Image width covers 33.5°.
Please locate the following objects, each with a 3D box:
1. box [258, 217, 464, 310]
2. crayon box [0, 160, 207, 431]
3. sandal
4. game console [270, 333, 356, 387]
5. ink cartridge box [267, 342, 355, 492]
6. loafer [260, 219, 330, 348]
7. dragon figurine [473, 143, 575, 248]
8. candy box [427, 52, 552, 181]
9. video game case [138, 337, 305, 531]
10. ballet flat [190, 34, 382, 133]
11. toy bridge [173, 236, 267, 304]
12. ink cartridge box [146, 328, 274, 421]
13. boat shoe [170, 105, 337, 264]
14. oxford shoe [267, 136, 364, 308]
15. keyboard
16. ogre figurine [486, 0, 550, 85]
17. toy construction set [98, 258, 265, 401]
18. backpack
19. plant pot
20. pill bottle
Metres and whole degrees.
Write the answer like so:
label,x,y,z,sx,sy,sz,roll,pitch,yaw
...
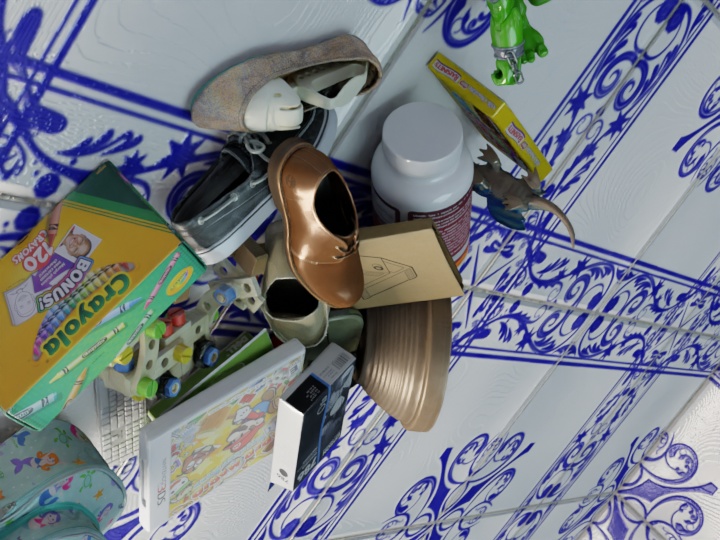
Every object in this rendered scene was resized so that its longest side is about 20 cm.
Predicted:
label,x,y,z,sx,sy,sz,roll,pitch,yaw
box,0.000,0.000,1.291,0.198,0.022,0.164,-8,154,14
crayon box,-0.242,0.020,1.008,0.200,0.119,0.058,-44,152,-5
sandal,-0.032,0.111,1.398,0.079,0.058,0.202,-12,142,-15
game console,-0.047,0.107,1.492,0.176,0.031,0.201,-34,150,-30
ink cartridge box,-0.057,0.178,1.352,0.099,0.039,0.201,-46,160,-35
loafer,-0.072,0.028,1.234,0.075,0.069,0.201,2,145,5
dragon figurine,0.174,-0.086,1.370,0.059,0.199,0.099,-58,160,-6
candy box,0.146,-0.167,1.324,0.026,0.102,0.200,-47,152,4
video game case,-0.148,0.177,1.273,0.199,0.023,0.183,-30,150,-31
ballet flat,-0.058,-0.164,1.081,0.199,0.067,0.068,-29,147,-30
toy bridge,-0.184,0.001,1.118,0.199,0.067,0.027,-21,143,-37
ink cartridge box,-0.158,0.131,1.307,0.147,0.076,0.201,-38,152,-16
boat shoe,-0.100,-0.099,1.103,0.199,0.073,0.068,-46,137,-14
oxford shoe,-0.028,-0.028,1.110,0.071,0.071,0.201,-43,139,-21
keyboard,-0.253,0.143,1.265,0.056,0.011,0.201,-29,147,-31
ogre figurine,0.163,-0.293,1.186,0.200,0.098,0.120,-50,143,-12
toy construction set,-0.186,0.055,1.172,0.199,0.092,0.132,-26,129,-36
backpack,-0.326,0.251,1.170,0.200,0.150,0.178,-44,151,-15
plant pot,0.042,0.089,1.423,0.092,0.202,0.202,5,134,-9
pill bottle,0.068,-0.084,1.309,0.113,0.113,0.201,-35,150,-21
